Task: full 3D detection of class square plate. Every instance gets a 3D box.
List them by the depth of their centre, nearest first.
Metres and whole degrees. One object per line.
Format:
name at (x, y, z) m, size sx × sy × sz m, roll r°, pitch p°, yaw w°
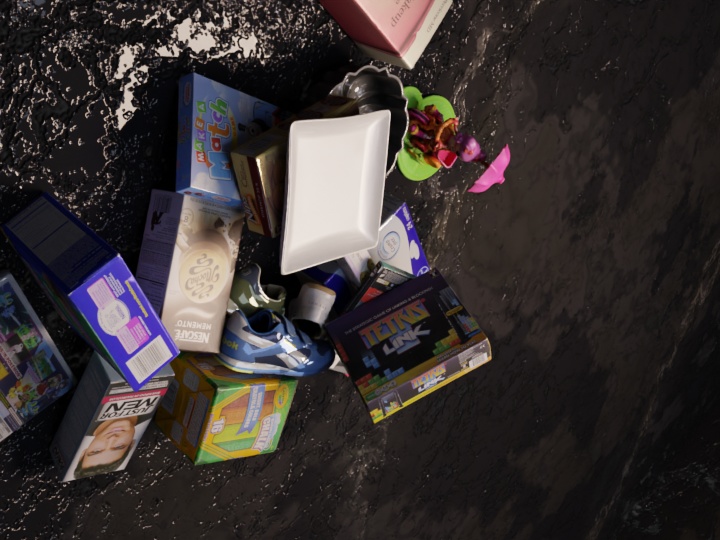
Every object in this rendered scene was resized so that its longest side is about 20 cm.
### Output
square plate at (-0.037, -0.111, 1.147) m, size 0.198 × 0.028 × 0.202 m, roll -18°, pitch 120°, yaw -47°

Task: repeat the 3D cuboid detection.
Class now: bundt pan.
bundt pan at (-0.021, -0.219, 1.292) m, size 0.200 × 0.075 × 0.205 m, roll -26°, pitch 130°, yaw -36°

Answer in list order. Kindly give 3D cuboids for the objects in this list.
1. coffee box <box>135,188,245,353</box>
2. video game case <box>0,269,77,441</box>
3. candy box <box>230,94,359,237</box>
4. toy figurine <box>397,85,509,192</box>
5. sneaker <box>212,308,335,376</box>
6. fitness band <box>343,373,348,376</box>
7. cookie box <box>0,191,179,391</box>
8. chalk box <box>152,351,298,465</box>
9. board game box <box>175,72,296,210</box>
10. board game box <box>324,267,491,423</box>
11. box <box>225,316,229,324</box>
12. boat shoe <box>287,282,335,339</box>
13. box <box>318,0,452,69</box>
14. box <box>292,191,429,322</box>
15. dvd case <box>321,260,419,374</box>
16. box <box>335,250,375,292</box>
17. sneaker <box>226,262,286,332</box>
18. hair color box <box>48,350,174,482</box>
coffee box at (-0.236, 0.003, 1.153) m, size 0.112 × 0.079 × 0.204 m, roll 11°, pitch 90°, yaw -49°
video game case at (-0.469, 0.126, 1.055) m, size 0.181 × 0.023 × 0.202 m, roll -38°, pitch 135°, yaw -25°
candy box at (-0.077, -0.145, 1.152) m, size 0.199 × 0.055 × 0.117 m, roll -37°, pitch 131°, yaw -36°
toy figurine at (0.160, -0.208, 1.410) m, size 0.151 × 0.183 × 0.200 m, roll -55°, pitch 140°, yaw -7°
sneaker at (-0.113, 0.102, 1.226) m, size 0.197 × 0.074 × 0.084 m, roll 7°, pitch 102°, yaw -39°
fitness band at (0.021, 0.105, 1.562) m, size 0.199 × 0.037 × 0.145 m, roll -40°, pitch 134°, yaw -25°
cookie box at (-0.323, 0.023, 1.013) m, size 0.075 × 0.199 × 0.173 m, roll -39°, pitch 135°, yaw -21°
chalk box at (-0.182, 0.191, 1.258) m, size 0.198 × 0.123 × 0.127 m, roll 1°, pitch 112°, yaw -47°
board game box at (-0.161, -0.162, 1.155) m, size 0.198 × 0.036 × 0.155 m, roll 12°, pitch 74°, yaw -49°
board game box at (0.068, 0.105, 1.255) m, size 0.197 × 0.166 × 0.057 m, roll -27°, pitch 138°, yaw -7°
box at (-0.235, 0.119, 1.288) m, size 0.198 × 0.040 × 0.139 m, roll 4°, pitch 108°, yaw -48°
boat shoe at (-0.086, 0.083, 1.342) m, size 0.200 × 0.070 × 0.070 m, roll 112°, pitch -5°, yaw -68°
box at (0.023, -0.403, 1.206) m, size 0.129 × 0.108 × 0.199 m, roll -58°, pitch 140°, yaw -3°
box at (0.003, -0.004, 1.422) m, size 0.200 × 0.104 × 0.185 m, roll -44°, pitch 137°, yaw -18°
dvd case at (0.026, 0.085, 1.348) m, size 0.144 × 0.022 × 0.201 m, roll 20°, pitch 114°, yaw -39°
box at (0.000, 0.000, 1.311) m, size 0.042 × 0.038 × 0.201 m, roll -47°, pitch 137°, yaw -16°
sneaker at (-0.136, 0.067, 1.282) m, size 0.090 × 0.067 × 0.201 m, roll -48°, pitch 135°, yaw -11°
hair color box at (-0.339, 0.193, 1.153) m, size 0.098 × 0.061 × 0.201 m, roll -2°, pitch 134°, yaw -46°
